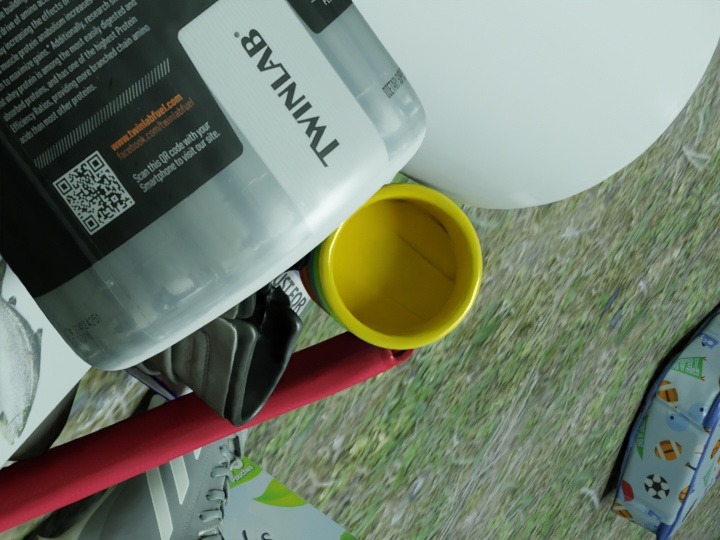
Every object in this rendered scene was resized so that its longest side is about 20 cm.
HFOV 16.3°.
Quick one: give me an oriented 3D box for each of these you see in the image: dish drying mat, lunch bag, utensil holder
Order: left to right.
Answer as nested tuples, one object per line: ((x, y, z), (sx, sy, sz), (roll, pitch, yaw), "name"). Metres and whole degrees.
((-0.069, 0.064, 1.038), (0.199, 0.018, 0.077), (-22, -173, 14), "dish drying mat")
((0.016, -0.127, 0.855), (0.200, 0.170, 0.171), (30, 92, -50), "utensil holder")
((0.297, 0.128, 2.199), (0.160, 0.075, 0.201), (-37, 153, -51), "lunch bag")

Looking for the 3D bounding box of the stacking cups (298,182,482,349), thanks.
((0.000, 0.000, 0.994), (0.061, 0.060, 0.200), (-55, -173, -6), "stacking cups")

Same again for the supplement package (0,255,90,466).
((-0.165, 0.009, 0.789), (0.200, 0.117, 0.117), (-49, 159, -25), "supplement package")

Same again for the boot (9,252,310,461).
((-0.092, 0.026, 0.977), (0.068, 0.130, 0.201), (-37, 153, -44), "boot")

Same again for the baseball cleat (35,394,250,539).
((-0.079, 0.120, 1.193), (0.200, 0.106, 0.070), (-52, 156, -23), "baseball cleat")

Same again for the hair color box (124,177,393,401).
((-0.042, -0.037, 1.108), (0.201, 0.065, 0.109), (-57, 160, -7), "hair color box")

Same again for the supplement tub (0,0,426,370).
((-0.083, -0.084, 0.692), (0.122, 0.201, 0.123), (-35, -172, 6), "supplement tub")

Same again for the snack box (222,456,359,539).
((-0.076, 0.186, 1.249), (0.200, 0.142, 0.053), (-37, 154, -47), "snack box")
